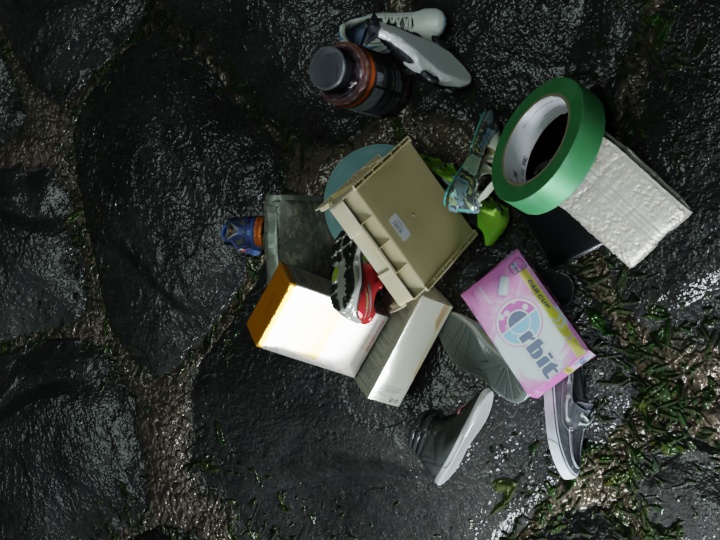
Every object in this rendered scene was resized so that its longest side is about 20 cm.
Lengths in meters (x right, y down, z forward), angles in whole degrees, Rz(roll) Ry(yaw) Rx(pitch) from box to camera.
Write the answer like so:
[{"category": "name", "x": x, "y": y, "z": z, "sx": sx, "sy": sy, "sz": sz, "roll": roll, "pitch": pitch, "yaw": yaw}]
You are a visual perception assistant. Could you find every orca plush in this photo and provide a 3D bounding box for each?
[{"category": "orca plush", "x": 0.084, "y": -0.338, "z": 1.637, "sx": 0.071, "sy": 0.197, "sz": 0.107, "roll": -45, "pitch": 41, "yaw": 47}]

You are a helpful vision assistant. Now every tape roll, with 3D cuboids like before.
[{"category": "tape roll", "x": 0.275, "y": -0.185, "z": 1.475, "sx": 0.200, "sy": 0.048, "sz": 0.203, "roll": -45, "pitch": 31, "yaw": 36}]

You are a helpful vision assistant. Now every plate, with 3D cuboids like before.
[{"category": "plate", "x": 0.035, "y": -0.113, "z": 1.678, "sx": 0.196, "sy": 0.026, "sz": 0.204, "roll": 0, "pitch": 89, "yaw": 0}]

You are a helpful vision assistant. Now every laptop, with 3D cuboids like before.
[{"category": "laptop", "x": 0.337, "y": -0.146, "z": 1.561, "sx": 0.186, "sy": 0.116, "sz": 0.203, "roll": -27, "pitch": 48, "yaw": 27}]

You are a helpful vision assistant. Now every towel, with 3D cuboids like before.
[{"category": "towel", "x": 0.376, "y": -0.110, "z": 1.481, "sx": 0.200, "sy": 0.035, "sz": 0.133, "roll": 42, "pitch": 122, "yaw": 0}]

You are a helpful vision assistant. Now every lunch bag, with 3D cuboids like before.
[{"category": "lunch bag", "x": -0.105, "y": -0.046, "z": 1.716, "sx": 0.116, "sy": 0.199, "sz": 0.167, "roll": -1, "pitch": 90, "yaw": 30}]

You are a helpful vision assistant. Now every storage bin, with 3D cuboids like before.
[{"category": "storage bin", "x": 0.058, "y": -0.071, "z": 1.564, "sx": 0.093, "sy": 0.198, "sz": 0.201, "roll": -27, "pitch": 103, "yaw": 48}]

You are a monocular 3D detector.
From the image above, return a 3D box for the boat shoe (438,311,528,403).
[{"category": "boat shoe", "x": 0.208, "y": 0.136, "z": 1.613, "sx": 0.201, "sy": 0.064, "sz": 0.075, "roll": 37, "pitch": 120, "yaw": 31}]

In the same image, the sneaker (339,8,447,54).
[{"category": "sneaker", "x": 0.053, "y": -0.408, "z": 1.697, "sx": 0.197, "sy": 0.072, "sz": 0.073, "roll": -3, "pitch": 87, "yaw": 29}]

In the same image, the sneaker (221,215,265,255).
[{"category": "sneaker", "x": -0.214, "y": -0.070, "z": 1.800, "sx": 0.077, "sy": 0.200, "sz": 0.077, "roll": 6, "pitch": 84, "yaw": -9}]

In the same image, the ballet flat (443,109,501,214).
[{"category": "ballet flat", "x": 0.196, "y": -0.168, "z": 1.579, "sx": 0.073, "sy": 0.075, "sz": 0.202, "roll": 10, "pitch": 61, "yaw": 30}]

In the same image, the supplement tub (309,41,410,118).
[{"category": "supplement tub", "x": -0.004, "y": -0.319, "z": 1.656, "sx": 0.105, "sy": 0.199, "sz": 0.109, "roll": -1, "pitch": 88, "yaw": 30}]

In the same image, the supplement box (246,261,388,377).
[{"category": "supplement box", "x": -0.070, "y": 0.082, "z": 1.633, "sx": 0.127, "sy": 0.198, "sz": 0.074, "roll": -59, "pitch": 32, "yaw": 16}]

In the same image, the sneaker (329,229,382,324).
[{"category": "sneaker", "x": 0.000, "y": 0.000, "z": 1.611, "sx": 0.076, "sy": 0.085, "sz": 0.203, "roll": -24, "pitch": 44, "yaw": 39}]

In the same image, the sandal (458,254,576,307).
[{"category": "sandal", "x": 0.245, "y": 0.016, "z": 1.592, "sx": 0.197, "sy": 0.048, "sz": 0.077, "roll": 6, "pitch": 93, "yaw": 31}]

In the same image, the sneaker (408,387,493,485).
[{"category": "sneaker", "x": 0.140, "y": 0.250, "z": 1.627, "sx": 0.099, "sy": 0.070, "sz": 0.202, "roll": 40, "pitch": 123, "yaw": 22}]

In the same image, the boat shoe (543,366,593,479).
[{"category": "boat shoe", "x": 0.327, "y": 0.217, "z": 1.534, "sx": 0.067, "sy": 0.071, "sz": 0.204, "roll": -11, "pitch": 77, "yaw": 31}]

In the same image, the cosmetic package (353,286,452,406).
[{"category": "cosmetic package", "x": 0.064, "y": 0.112, "z": 1.666, "sx": 0.202, "sy": 0.070, "sz": 0.105, "roll": -62, "pitch": 32, "yaw": 16}]

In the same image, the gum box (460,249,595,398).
[{"category": "gum box", "x": 0.252, "y": 0.078, "z": 1.520, "sx": 0.113, "sy": 0.066, "sz": 0.201, "roll": -38, "pitch": 69, "yaw": 12}]

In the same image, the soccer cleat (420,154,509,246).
[{"category": "soccer cleat", "x": 0.158, "y": -0.118, "z": 1.639, "sx": 0.199, "sy": 0.067, "sz": 0.082, "roll": 41, "pitch": 122, "yaw": 24}]
